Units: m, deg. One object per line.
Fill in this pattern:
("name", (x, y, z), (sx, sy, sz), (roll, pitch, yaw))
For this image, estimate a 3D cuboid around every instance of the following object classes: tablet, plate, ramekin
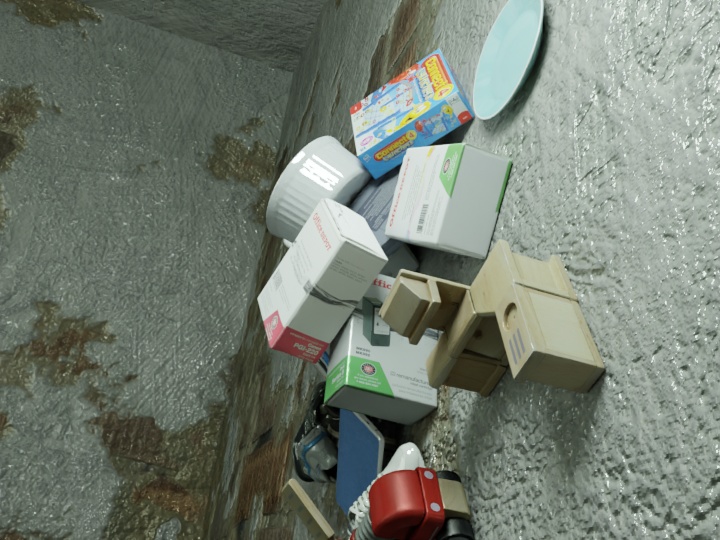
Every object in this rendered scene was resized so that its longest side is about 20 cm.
("tablet", (-0.002, 0.310, 1.177), (0.130, 0.014, 0.200), (36, 129, 54))
("plate", (0.220, -0.313, 1.112), (0.200, 0.026, 0.200), (-165, 90, -76))
("ramekin", (-0.062, -0.122, 1.324), (0.200, 0.098, 0.201), (-49, -19, -23))

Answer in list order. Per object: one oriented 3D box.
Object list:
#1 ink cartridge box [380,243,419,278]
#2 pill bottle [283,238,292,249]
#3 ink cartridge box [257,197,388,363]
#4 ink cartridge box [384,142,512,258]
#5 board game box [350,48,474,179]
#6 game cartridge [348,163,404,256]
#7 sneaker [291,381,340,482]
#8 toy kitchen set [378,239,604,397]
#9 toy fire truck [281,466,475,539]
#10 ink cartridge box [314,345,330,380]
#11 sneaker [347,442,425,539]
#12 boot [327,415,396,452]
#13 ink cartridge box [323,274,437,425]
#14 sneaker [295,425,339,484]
("ink cartridge box", (0.000, 0.000, 1.368), (0.145, 0.088, 0.200), (-39, 13, -10))
("pill bottle", (-0.057, -0.114, 1.488), (0.200, 0.112, 0.112), (-61, 17, 5))
("ink cartridge box", (-0.061, 0.013, 1.129), (0.200, 0.085, 0.146), (-57, 28, 18))
("ink cartridge box", (0.122, -0.103, 1.122), (0.200, 0.084, 0.145), (-161, 86, -70))
("board game box", (0.082, -0.273, 1.316), (0.196, 0.056, 0.200), (-32, 32, 16))
("game cartridge", (0.058, -0.116, 1.273), (0.200, 0.041, 0.133), (-52, 42, -8))
("sneaker", (-0.081, 0.317, 1.492), (0.114, 0.076, 0.200), (155, 134, -79))
("toy kitchen set", (0.118, 0.090, 0.827), (0.181, 0.163, 0.200), (-95, 24, -51))
("toy fire truck", (0.012, 0.304, 0.927), (0.129, 0.200, 0.176), (-98, 27, -55))
("ink cartridge box", (-0.052, 0.115, 1.320), (0.145, 0.084, 0.200), (50, 166, 22))
("sneaker", (0.030, 0.333, 1.072), (0.076, 0.080, 0.200), (-132, 60, -74))
("boot", (0.013, 0.213, 1.257), (0.200, 0.073, 0.151), (167, 116, -69))
("ink cartridge box", (0.034, 0.111, 1.137), (0.084, 0.146, 0.200), (128, 153, -51))
("sneaker", (-0.053, 0.343, 1.320), (0.075, 0.087, 0.200), (-42, -27, -12))
